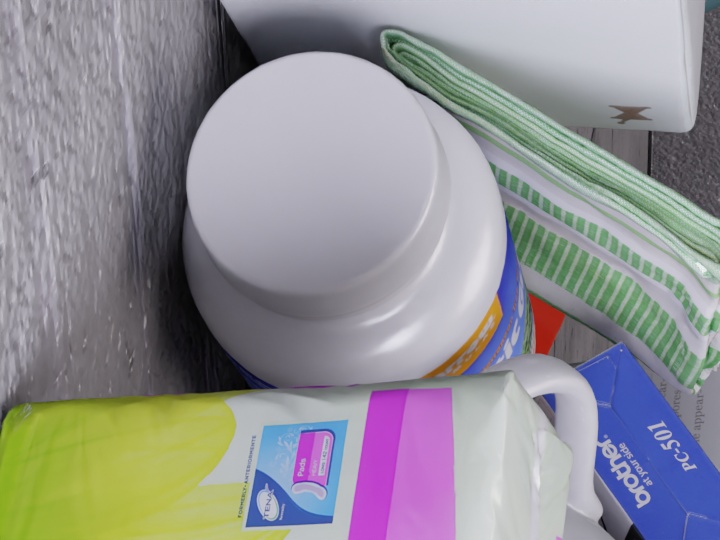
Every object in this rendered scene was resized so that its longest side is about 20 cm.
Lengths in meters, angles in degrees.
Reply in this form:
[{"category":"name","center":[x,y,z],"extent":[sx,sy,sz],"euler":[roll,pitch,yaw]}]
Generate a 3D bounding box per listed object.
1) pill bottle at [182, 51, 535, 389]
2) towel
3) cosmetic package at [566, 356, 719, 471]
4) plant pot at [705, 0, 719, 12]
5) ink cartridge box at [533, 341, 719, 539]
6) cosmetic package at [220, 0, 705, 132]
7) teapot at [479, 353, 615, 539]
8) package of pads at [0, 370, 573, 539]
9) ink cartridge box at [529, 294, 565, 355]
[{"category":"pill bottle","center":[0.000,0.000,0.847],"extent":[0.200,0.111,0.113],"euler":[64,32,-70]},{"category":"towel","center":[0.076,-0.015,0.907],"extent":[0.023,0.152,0.200],"euler":[-56,168,-9]},{"category":"cosmetic package","center":[0.130,0.155,1.265],"extent":[0.165,0.199,0.166],"euler":[48,42,-48]},{"category":"plant pot","center":[0.106,-0.193,1.230],"extent":[0.135,0.200,0.201],"euler":[-41,151,-18]},{"category":"ink cartridge box","center":[0.102,0.118,0.992],"extent":[0.094,0.044,0.200],"euler":[55,-18,22]},{"category":"cosmetic package","center":[0.046,-0.172,0.882],"extent":[0.166,0.166,0.201],"euler":[60,34,-72]},{"category":"teapot","center":[0.012,0.153,0.830],"extent":[0.146,0.196,0.201],"euler":[21,54,-57]},{"category":"package of pads","center":[-0.034,0.127,0.602],"extent":[0.068,0.153,0.201],"euler":[51,40,-54]},{"category":"ink cartridge box","center":[0.062,-0.059,1.110],"extent":[0.174,0.043,0.200],"euler":[56,16,-4]}]
